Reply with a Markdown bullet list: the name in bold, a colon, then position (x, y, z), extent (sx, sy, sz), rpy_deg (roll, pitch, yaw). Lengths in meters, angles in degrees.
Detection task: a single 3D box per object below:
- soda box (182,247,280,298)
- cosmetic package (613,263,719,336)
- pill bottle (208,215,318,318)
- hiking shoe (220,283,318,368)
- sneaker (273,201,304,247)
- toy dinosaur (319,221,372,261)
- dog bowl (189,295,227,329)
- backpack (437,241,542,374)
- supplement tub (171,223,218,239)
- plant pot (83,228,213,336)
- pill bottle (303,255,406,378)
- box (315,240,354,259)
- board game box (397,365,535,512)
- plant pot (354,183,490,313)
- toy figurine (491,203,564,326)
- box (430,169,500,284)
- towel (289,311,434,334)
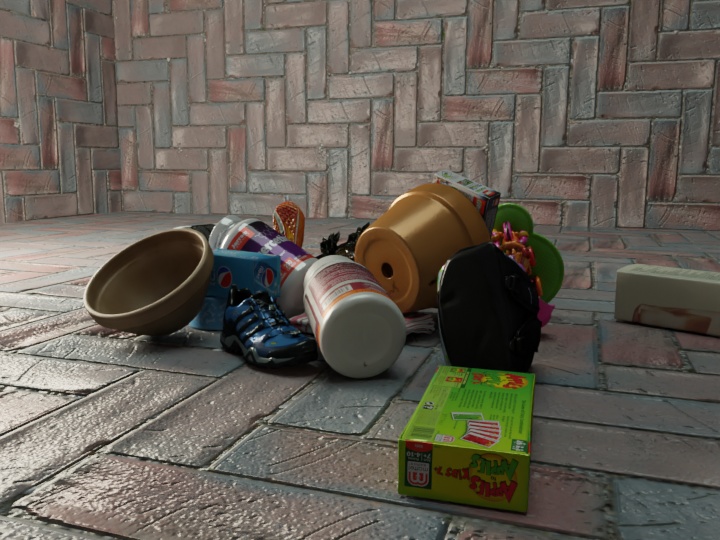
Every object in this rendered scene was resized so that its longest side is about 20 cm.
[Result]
- **soda box**: position (-0.221, 0.003, 1.067), extent (0.198, 0.069, 0.064), rpy_deg (7, 11, 35)
- **cosmetic package**: position (0.528, 0.046, 1.077), extent (0.198, 0.088, 0.103), rpy_deg (10, 14, 42)
- **pill bottle**: position (-0.164, -0.013, 1.136), extent (0.199, 0.113, 0.112), rpy_deg (33, 22, 21)
- **hiking shoe**: position (-0.130, 0.074, 0.882), extent (0.074, 0.088, 0.199), rpy_deg (-8, 12, -42)
- **sneaker**: position (-0.135, -0.026, 1.233), extent (0.072, 0.202, 0.077), rpy_deg (7, -17, 19)
- **toy dinosaur**: position (0.000, 0.000, 1.120), extent (0.101, 0.137, 0.200), rpy_deg (-20, 18, 14)
- **dog bowl**: position (-0.247, 0.054, 1.125), extent (0.110, 0.050, 0.199), rpy_deg (-4, 11, -28)
- **backpack**: position (0.158, 0.058, 0.804), extent (0.152, 0.165, 0.199), rpy_deg (-11, -6, 35)
- **supplement tub**: position (-0.354, -0.041, 1.484), extent (0.121, 0.124, 0.199), rpy_deg (7, 11, 38)
- **plant pot**: position (-0.303, 0.033, 1.002), extent (0.198, 0.093, 0.202), rpy_deg (-14, 36, 10)
- **pill bottle**: position (-0.017, 0.051, 0.877), extent (0.108, 0.111, 0.200), rpy_deg (-2, 18, -13)
- **box**: position (-0.048, -0.015, 1.322), extent (0.199, 0.050, 0.198), rpy_deg (-26, -1, 26)
- **board game box**: position (0.103, 0.141, 0.599), extent (0.100, 0.048, 0.200), rpy_deg (3, 10, 15)
- **plant pot**: position (0.085, -0.022, 1.034), extent (0.199, 0.203, 0.139), rpy_deg (9, 24, 44)
- **toy figurine**: position (0.252, 0.012, 1.054), extent (0.148, 0.202, 0.184), rpy_deg (-12, 18, 15)
- **box**: position (0.156, -0.050, 1.079), extent (0.110, 0.202, 0.035), rpy_deg (30, 38, 35)
- **towel**: position (-0.002, 0.084, 1.030), extent (0.198, 0.030, 0.145), rpy_deg (4, 9, 41)
